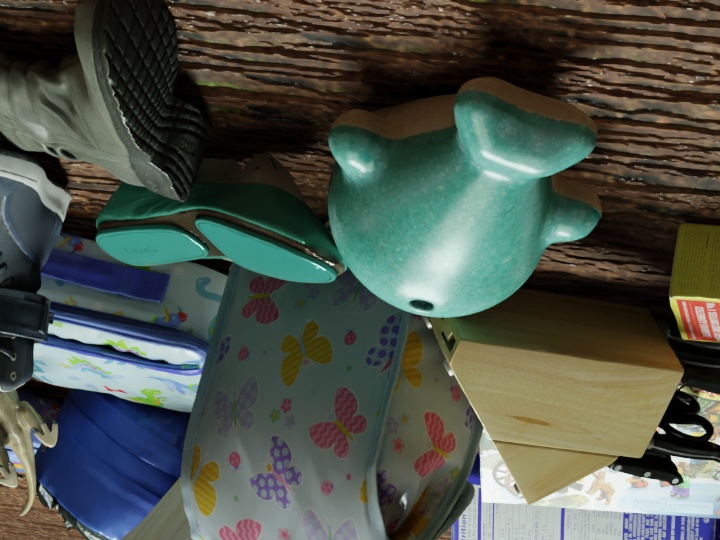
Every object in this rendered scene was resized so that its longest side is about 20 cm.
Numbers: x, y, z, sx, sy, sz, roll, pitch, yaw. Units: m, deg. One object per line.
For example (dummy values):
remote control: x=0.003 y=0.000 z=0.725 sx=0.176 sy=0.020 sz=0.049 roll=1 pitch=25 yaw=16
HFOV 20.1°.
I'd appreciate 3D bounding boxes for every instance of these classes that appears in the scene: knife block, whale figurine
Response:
knife block: x=0.150 y=0.054 z=1.217 sx=0.175 sy=0.064 sz=0.201 roll=-29 pitch=129 yaw=3
whale figurine: x=0.054 y=-0.037 z=1.089 sx=0.158 sy=0.105 sz=0.200 roll=18 pitch=162 yaw=-14

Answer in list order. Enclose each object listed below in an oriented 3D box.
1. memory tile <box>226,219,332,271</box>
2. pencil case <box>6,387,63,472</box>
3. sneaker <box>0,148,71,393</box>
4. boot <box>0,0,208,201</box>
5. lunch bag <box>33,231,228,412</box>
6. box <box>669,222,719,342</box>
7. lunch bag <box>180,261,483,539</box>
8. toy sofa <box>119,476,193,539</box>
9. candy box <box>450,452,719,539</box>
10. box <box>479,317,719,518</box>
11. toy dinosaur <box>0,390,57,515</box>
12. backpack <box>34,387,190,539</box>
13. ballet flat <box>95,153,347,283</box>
memory tile: x=0.000 y=0.000 z=1.345 sx=0.198 sy=0.017 sz=0.153 roll=2 pitch=156 yaw=29
pencil case: x=-0.283 y=0.147 z=1.795 sx=0.198 sy=0.079 sz=0.087 roll=17 pitch=-172 yaw=-11
sneaker: x=-0.240 y=-0.001 z=1.246 sx=0.076 sy=0.148 sz=0.202 roll=12 pitch=171 yaw=14
boot: x=-0.165 y=-0.102 z=1.119 sx=0.129 sy=0.068 sz=0.200 roll=14 pitch=159 yaw=12
lunch bag: x=-0.177 y=0.034 z=1.436 sx=0.198 sy=0.083 sz=0.161 roll=12 pitch=159 yaw=10
box: x=0.282 y=0.015 z=1.170 sx=0.198 sy=0.051 sz=0.075 roll=6 pitch=159 yaw=17
lunch bag: x=-0.013 y=0.093 z=1.281 sx=0.168 sy=0.202 sz=0.127 roll=-3 pitch=153 yaw=39
toy sofa: x=-0.081 y=0.178 z=1.481 sx=0.097 sy=0.200 sz=0.083 roll=30 pitch=162 yaw=31
candy box: x=0.184 y=0.175 z=1.507 sx=0.198 sy=0.078 sz=0.169 roll=6 pitch=-170 yaw=22
box: x=0.177 y=0.096 z=1.338 sx=0.198 sy=0.038 sz=0.138 roll=2 pitch=125 yaw=11
toy dinosaur: x=-0.253 y=0.109 z=1.469 sx=0.101 sy=0.058 sz=0.201 roll=47 pitch=161 yaw=58
backpack: x=-0.145 y=0.148 z=1.568 sx=0.199 sy=0.169 sz=0.162 roll=26 pitch=179 yaw=-36
ballet flat: x=-0.079 y=-0.038 z=1.210 sx=0.199 sy=0.071 sz=0.067 roll=5 pitch=153 yaw=42
